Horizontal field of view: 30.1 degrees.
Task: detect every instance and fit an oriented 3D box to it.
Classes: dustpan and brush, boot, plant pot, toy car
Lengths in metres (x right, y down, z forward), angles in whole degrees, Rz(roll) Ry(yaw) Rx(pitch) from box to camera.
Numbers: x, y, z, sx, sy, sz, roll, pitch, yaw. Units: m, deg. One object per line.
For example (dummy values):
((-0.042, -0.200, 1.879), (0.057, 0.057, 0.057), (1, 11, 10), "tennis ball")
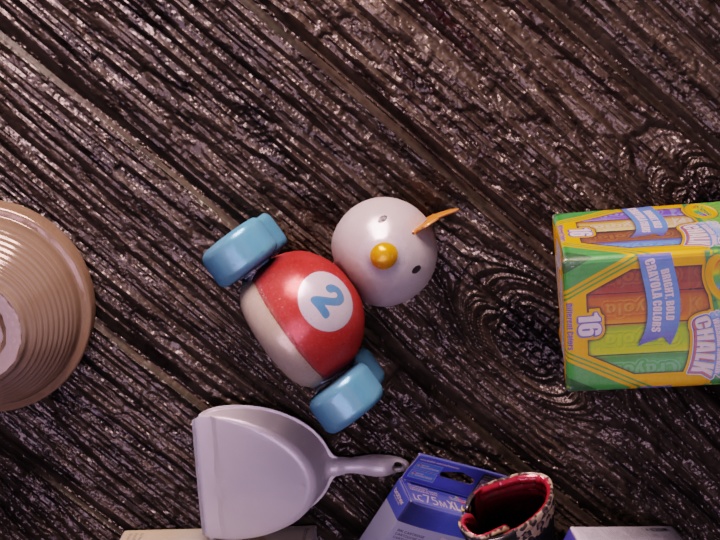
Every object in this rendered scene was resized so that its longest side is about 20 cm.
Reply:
((-0.054, 0.193, 1.286), (0.198, 0.057, 0.141), (2, 111, 11), "dustpan and brush")
((0.106, 0.279, 1.233), (0.198, 0.073, 0.152), (-24, 133, -16), "boot")
((-0.345, 0.042, 1.212), (0.198, 0.093, 0.203), (-1, 105, -4), "plant pot")
((0.000, 0.000, 1.151), (0.199, 0.177, 0.185), (-37, 92, 4), "toy car")

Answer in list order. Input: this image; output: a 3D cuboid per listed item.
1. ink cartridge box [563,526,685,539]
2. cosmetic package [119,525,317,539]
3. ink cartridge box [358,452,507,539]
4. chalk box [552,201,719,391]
((0.195, 0.328, 1.261), (0.199, 0.041, 0.201), (8, 116, -38), "ink cartridge box")
((-0.142, 0.305, 1.303), (0.198, 0.104, 0.074), (-4, 109, 5), "cosmetic package")
((0.057, 0.272, 1.286), (0.118, 0.042, 0.201), (19, 111, -29), "ink cartridge box")
((0.269, 0.019, 1.148), (0.198, 0.124, 0.126), (-4, 111, 7), "chalk box")
